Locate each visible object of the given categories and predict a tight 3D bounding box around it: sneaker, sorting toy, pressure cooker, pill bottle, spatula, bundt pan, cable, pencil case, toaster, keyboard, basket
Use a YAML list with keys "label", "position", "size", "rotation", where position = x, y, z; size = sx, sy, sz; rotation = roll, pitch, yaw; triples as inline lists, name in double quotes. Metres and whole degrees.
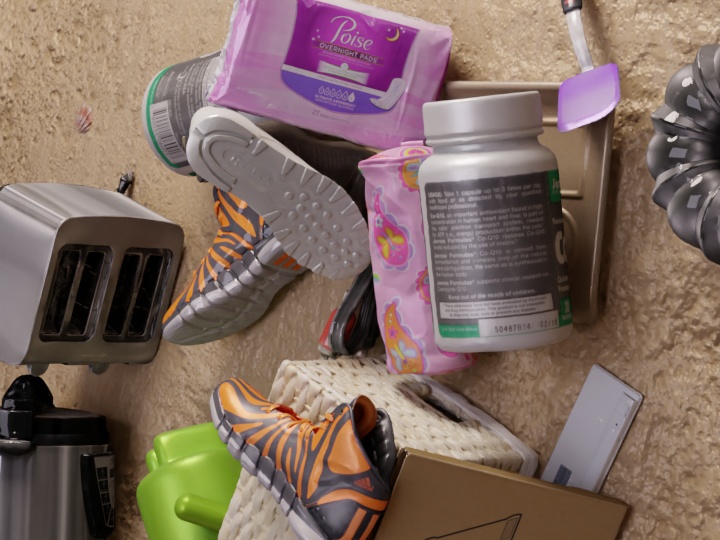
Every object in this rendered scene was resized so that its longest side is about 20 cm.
- label: "sneaker"
  position: [-0.036, 0.131, 1.547]
  size: [0.200, 0.077, 0.112]
  rotation: [46, 111, 32]
- label: "sorting toy"
  position: [0.139, -0.061, 1.646]
  size: [0.185, 0.036, 0.201]
  rotation: [5, 94, 43]
- label: "sneaker"
  position: [-0.066, -0.073, 1.675]
  size: [0.076, 0.200, 0.081]
  rotation: [-45, 15, 8]
- label: "pressure cooker"
  position: [-0.345, 0.207, 1.971]
  size: [0.176, 0.178, 0.201]
  rotation: [-2, 86, 46]
- label: "pill bottle"
  position: [-0.105, -0.160, 1.825]
  size: [0.200, 0.113, 0.113]
  rotation: [-10, 79, 42]
- label: "spatula"
  position: [0.181, -0.200, 1.594]
  size: [0.056, 0.021, 0.200]
  rotation: [-19, 57, 24]
- label: "bundt pan"
  position: [0.300, -0.094, 1.466]
  size: [0.202, 0.076, 0.202]
  rotation: [-6, 81, 43]
- label: "cable"
  position: [0.000, 0.000, 1.726]
  size: [0.050, 0.097, 0.201]
  rotation: [15, 98, 22]
- label: "sneaker"
  position: [-0.124, -0.017, 1.856]
  size: [0.200, 0.078, 0.112]
  rotation: [-38, 58, 23]
- label: "pencil case"
  position: [0.050, -0.010, 1.645]
  size: [0.087, 0.087, 0.201]
  rotation: [-4, 97, 43]
- label: "toaster"
  position: [-0.288, 0.003, 1.939]
  size: [0.119, 0.181, 0.200]
  rotation: [24, 103, 39]
- label: "keyboard"
  position: [0.174, 0.178, 1.604]
  size: [0.056, 0.011, 0.200]
  rotation: [38, 111, 44]
- label: "pill bottle"
  position: [0.107, -0.040, 1.553]
  size: [0.113, 0.113, 0.201]
  rotation: [-2, 97, 43]
- label: "basket"
  position: [0.009, 0.199, 1.654]
  size: [0.198, 0.161, 0.200]
  rotation: [34, 110, 39]

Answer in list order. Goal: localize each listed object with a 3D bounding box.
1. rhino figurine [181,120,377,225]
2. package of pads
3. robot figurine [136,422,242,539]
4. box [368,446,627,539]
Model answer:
- label: "rhino figurine"
  position: [-0.067, -0.089, 1.740]
  size: [0.060, 0.200, 0.088]
  rotation: [-144, 71, -81]
- label: "package of pads"
  position: [-0.028, -0.181, 1.689]
  size: [0.076, 0.199, 0.121]
  rotation: [-131, 55, -78]
- label: "robot figurine"
  position: [-0.142, 0.248, 1.818]
  size: [0.176, 0.115, 0.200]
  rotation: [124, 131, -58]
- label: "box"
  position: [0.097, 0.238, 1.550]
  size: [0.021, 0.200, 0.164]
  rotation: [-125, 53, -66]
